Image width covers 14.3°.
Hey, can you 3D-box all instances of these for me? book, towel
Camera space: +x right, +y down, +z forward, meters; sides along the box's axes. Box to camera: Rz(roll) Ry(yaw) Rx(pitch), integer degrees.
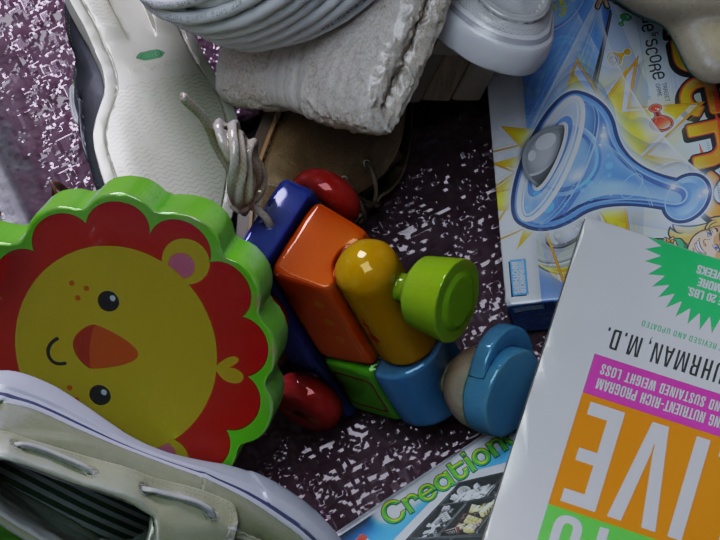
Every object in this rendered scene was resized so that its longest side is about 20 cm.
[{"bbox_3d":[0.132,0.090,1.271,0.134,0.048,0.200,17,72,5],"label":"book"},{"bbox_3d":[0.009,-0.161,1.323,0.133,0.034,0.200,17,83,55],"label":"towel"}]

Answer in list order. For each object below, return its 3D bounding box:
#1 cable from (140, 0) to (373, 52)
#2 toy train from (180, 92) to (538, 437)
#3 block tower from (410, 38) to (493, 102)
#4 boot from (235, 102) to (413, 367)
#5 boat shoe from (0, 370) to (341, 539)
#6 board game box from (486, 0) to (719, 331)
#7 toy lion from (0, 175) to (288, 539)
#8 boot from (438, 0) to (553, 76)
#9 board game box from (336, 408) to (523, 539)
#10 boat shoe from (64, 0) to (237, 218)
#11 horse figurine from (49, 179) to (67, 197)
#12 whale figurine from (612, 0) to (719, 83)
[{"bbox_3d":[-0.034,-0.199,1.314,0.200,0.069,0.200,-30,48,41],"label":"cable"},{"bbox_3d":[0.000,0.000,1.275,0.116,0.200,0.085,14,61,33],"label":"toy train"},{"bbox_3d":[0.007,-0.162,1.412,0.054,0.058,0.200,-2,44,-35],"label":"block tower"},{"bbox_3d":[-0.019,-0.040,1.385,0.075,0.074,0.200,9,66,3],"label":"boot"},{"bbox_3d":[-0.092,0.114,1.240,0.200,0.072,0.062,27,30,-17],"label":"boat shoe"},{"bbox_3d":[0.130,-0.074,1.388,0.135,0.034,0.200,-7,65,7],"label":"board game box"},{"bbox_3d":[-0.132,0.050,1.276,0.192,0.069,0.200,16,112,4],"label":"toy lion"},{"bbox_3d":[0.062,-0.185,1.344,0.074,0.096,0.200,10,39,-21],"label":"boot"},{"bbox_3d":[0.080,0.134,1.304,0.200,0.035,0.126,-33,66,-5],"label":"board game box"},{"bbox_3d":[-0.102,-0.069,1.393,0.072,0.068,0.200,-6,50,-15],"label":"boat shoe"},{"bbox_3d":[-0.148,0.064,1.363,0.132,0.050,0.200,-16,72,19],"label":"horse figurine"},{"bbox_3d":[0.193,-0.159,1.355,0.200,0.104,0.159,24,88,-4],"label":"whale figurine"}]
